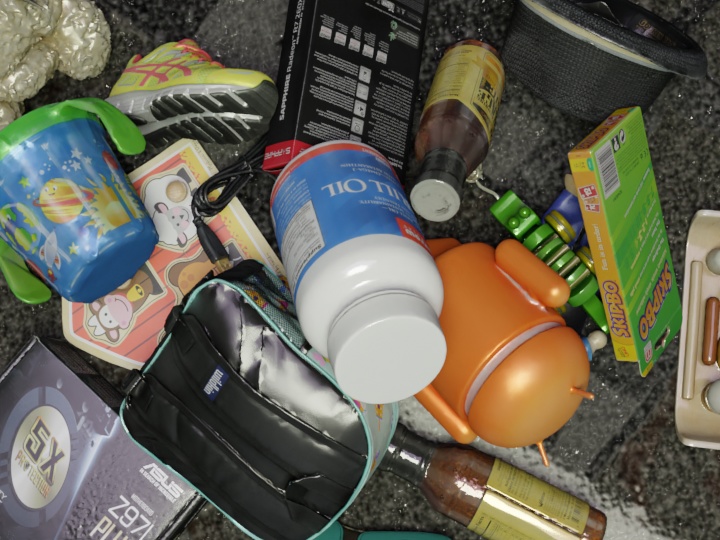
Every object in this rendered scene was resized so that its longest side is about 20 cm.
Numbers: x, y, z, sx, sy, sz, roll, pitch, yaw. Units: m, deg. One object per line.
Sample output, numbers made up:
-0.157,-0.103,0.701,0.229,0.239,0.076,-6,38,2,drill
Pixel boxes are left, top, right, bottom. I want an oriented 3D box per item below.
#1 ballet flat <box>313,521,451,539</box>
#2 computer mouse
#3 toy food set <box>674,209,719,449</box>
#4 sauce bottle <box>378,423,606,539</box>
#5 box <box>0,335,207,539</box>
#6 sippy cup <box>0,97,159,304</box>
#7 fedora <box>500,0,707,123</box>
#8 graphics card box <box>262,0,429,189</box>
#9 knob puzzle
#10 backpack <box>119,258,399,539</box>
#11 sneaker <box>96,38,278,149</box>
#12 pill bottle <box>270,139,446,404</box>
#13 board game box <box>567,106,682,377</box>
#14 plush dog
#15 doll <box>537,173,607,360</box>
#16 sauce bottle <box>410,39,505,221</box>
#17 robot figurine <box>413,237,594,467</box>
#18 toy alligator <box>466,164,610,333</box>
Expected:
-0.013,0.250,0.925,0.196,0.068,0.077,13,107,2,ballet flat
-0.058,-0.026,0.946,0.139,0.046,0.201,-33,83,-16,computer mouse
0.351,0.056,0.926,0.141,0.060,0.204,6,85,3,toy food set
0.107,0.188,0.914,0.198,0.066,0.067,28,86,6,sauce bottle
-0.249,0.185,0.926,0.200,0.086,0.164,42,87,6,box
-0.244,-0.049,0.916,0.139,0.178,0.131,-37,77,-23,sippy cup
0.192,-0.187,0.929,0.198,0.201,0.093,26,116,5,fedora
-0.009,-0.167,0.933,0.124,0.051,0.204,15,79,-36,graphics card box
-0.185,0.003,0.971,0.215,0.030,0.224,0,84,2,knob puzzle
-0.070,0.112,0.881,0.200,0.153,0.177,42,109,12,backpack
-0.148,-0.163,0.935,0.197,0.078,0.092,3,67,35,sneaker
0.000,0.000,0.814,0.111,0.113,0.201,-21,42,0,pill bottle
0.222,-0.022,0.888,0.030,0.095,0.203,-3,115,41,board game box
-0.337,-0.167,0.950,0.197,0.161,0.175,14,108,4,plush dog
0.160,0.020,0.945,0.135,0.048,0.202,27,89,10,doll
0.080,-0.117,0.901,0.065,0.067,0.202,14,45,4,sauce bottle
0.103,0.060,0.870,0.143,0.117,0.200,-40,59,-3,robot figurine
0.144,-0.028,0.899,0.059,0.054,0.201,-40,81,2,toy alligator
